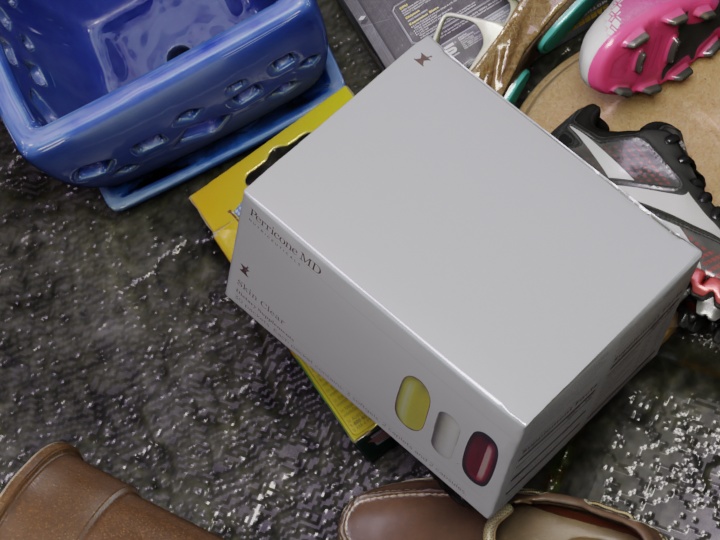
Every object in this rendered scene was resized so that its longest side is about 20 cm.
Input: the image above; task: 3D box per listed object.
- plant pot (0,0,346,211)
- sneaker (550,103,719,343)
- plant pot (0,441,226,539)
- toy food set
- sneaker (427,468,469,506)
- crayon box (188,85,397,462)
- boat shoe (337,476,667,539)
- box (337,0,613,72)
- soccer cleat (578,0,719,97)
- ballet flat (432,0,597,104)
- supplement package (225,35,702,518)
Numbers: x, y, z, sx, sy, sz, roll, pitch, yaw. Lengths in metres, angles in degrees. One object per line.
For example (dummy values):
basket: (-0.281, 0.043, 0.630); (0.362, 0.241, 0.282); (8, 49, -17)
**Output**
plant pot: (-0.129, -0.161, 1.546); (0.200, 0.180, 0.200); (-27, 68, 3)
sneaker: (0.178, -0.030, 1.426); (0.200, 0.071, 0.098); (32, 82, 26)
plant pot: (-0.117, 0.224, 1.410); (0.198, 0.200, 0.200); (20, 76, 11)
toy food set: (0.182, -0.052, 1.502); (0.198, 0.049, 0.200); (-20, 67, 6)
sneaker: (0.038, 0.035, 1.445); (0.085, 0.078, 0.200); (-32, 76, -7)
crayon box: (0.000, 0.000, 1.526); (0.127, 0.051, 0.200); (-34, 67, 0)
boat shoe: (0.080, 0.151, 1.439); (0.202, 0.075, 0.075); (3, 72, 15)
box: (0.080, -0.207, 1.581); (0.200, 0.048, 0.159); (-32, 66, 0)
soccer cleat: (0.189, -0.170, 1.487); (0.200, 0.070, 0.086); (-31, 58, -28)
ballet flat: (0.086, -0.142, 1.503); (0.072, 0.068, 0.200); (37, 98, 6)
supplement package: (0.053, 0.002, 1.358); (0.200, 0.111, 0.156); (40, 60, 16)
